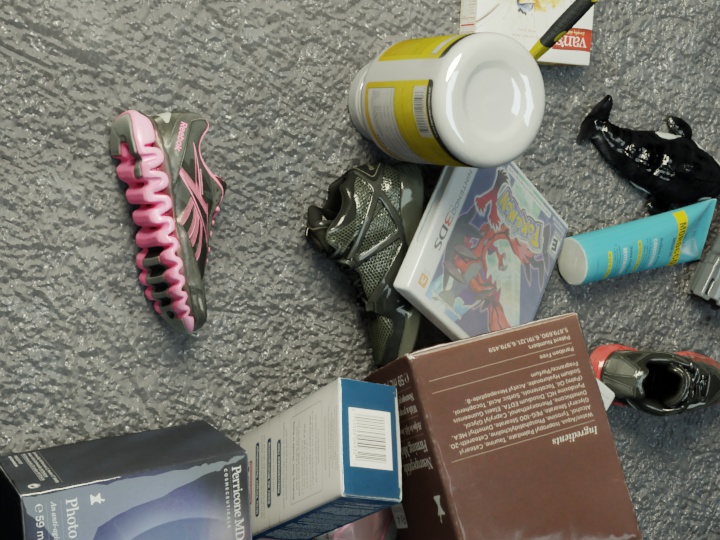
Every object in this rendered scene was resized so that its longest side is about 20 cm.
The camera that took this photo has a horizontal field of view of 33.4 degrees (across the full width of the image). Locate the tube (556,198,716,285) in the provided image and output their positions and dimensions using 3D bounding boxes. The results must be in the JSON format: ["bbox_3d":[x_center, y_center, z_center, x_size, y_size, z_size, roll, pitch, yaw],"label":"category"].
[{"bbox_3d":[0.304,-0.028,1.300,0.198,0.050,0.078,-13,132,-28],"label":"tube"}]

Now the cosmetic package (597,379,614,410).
[{"bbox_3d":[0.154,0.179,1.213,0.081,0.113,0.201,36,82,-26],"label":"cosmetic package"}]

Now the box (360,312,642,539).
[{"bbox_3d":[0.116,0.162,1.051,0.162,0.166,0.202,-12,80,-18],"label":"box"}]

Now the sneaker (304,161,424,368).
[{"bbox_3d":[0.000,0.000,1.132,0.113,0.076,0.202,-4,100,-19],"label":"sneaker"}]

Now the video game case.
[{"bbox_3d":[0.124,-0.016,1.172,0.200,0.023,0.184,41,66,-43],"label":"video game case"}]

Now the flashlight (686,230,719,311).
[{"bbox_3d":[0.437,-0.051,1.358,0.067,0.068,0.202,25,88,-3],"label":"flashlight"}]

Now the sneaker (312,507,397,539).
[{"bbox_3d":[-0.026,0.271,1.152,0.104,0.075,0.202,26,77,-32],"label":"sneaker"}]

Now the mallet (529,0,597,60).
[{"bbox_3d":[0.179,-0.211,1.138,0.065,0.200,0.042,3,63,-36],"label":"mallet"}]

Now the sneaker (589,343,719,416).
[{"bbox_3d":[0.343,0.124,1.311,0.198,0.098,0.072,8,91,-29],"label":"sneaker"}]

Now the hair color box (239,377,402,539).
[{"bbox_3d":[-0.040,0.172,1.050,0.060,0.200,0.101,12,63,-28],"label":"hair color box"}]

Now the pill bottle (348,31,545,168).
[{"bbox_3d":[0.067,-0.152,1.072,0.111,0.199,0.114,-4,99,-26],"label":"pill bottle"}]

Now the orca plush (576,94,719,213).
[{"bbox_3d":[0.331,-0.125,1.285,0.199,0.071,0.106,36,80,-26],"label":"orca plush"}]

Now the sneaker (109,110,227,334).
[{"bbox_3d":[-0.152,-0.046,1.052,0.095,0.079,0.203,-19,107,-36],"label":"sneaker"}]

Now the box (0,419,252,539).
[{"bbox_3d":[-0.200,0.252,1.035,0.196,0.123,0.203,-8,101,-27],"label":"box"}]

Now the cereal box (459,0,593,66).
[{"bbox_3d":[0.171,-0.309,1.195,0.142,0.039,0.203,-1,97,-27],"label":"cereal box"}]
